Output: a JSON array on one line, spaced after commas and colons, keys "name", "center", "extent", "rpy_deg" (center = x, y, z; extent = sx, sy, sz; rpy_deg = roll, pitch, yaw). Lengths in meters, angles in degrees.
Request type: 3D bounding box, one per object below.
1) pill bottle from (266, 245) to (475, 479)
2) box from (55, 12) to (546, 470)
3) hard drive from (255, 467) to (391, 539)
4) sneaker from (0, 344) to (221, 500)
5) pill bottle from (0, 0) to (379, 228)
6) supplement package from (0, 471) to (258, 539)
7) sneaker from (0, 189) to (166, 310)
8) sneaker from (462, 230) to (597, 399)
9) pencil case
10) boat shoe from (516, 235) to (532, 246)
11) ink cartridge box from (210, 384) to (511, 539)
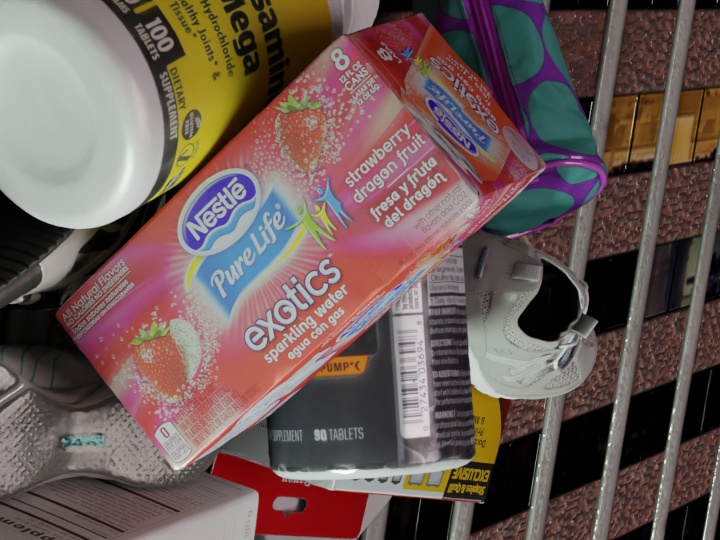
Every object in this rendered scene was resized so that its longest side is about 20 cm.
[{"name": "pill bottle", "center": [0.000, 0.000, 1.070], "extent": [0.106, 0.106, 0.202], "rpy_deg": [-1, 87, -59]}, {"name": "box", "center": [-0.027, -0.014, 0.957], "extent": [0.200, 0.096, 0.100], "rpy_deg": [-42, 174, 24]}, {"name": "hard drive", "center": [-0.032, 0.093, 1.276], "extent": [0.132, 0.026, 0.201], "rpy_deg": [-46, 139, -41]}, {"name": "sneaker", "center": [-0.163, 0.068, 1.007], "extent": [0.199, 0.080, 0.071], "rpy_deg": [7, 98, -40]}, {"name": "pill bottle", "center": [-0.080, -0.106, 0.965], "extent": [0.200, 0.112, 0.113], "rpy_deg": [-36, 132, -46]}, {"name": "supplement package", "center": [-0.156, 0.164, 1.006], "extent": [0.200, 0.119, 0.122], "rpy_deg": [-14, 116, -56]}, {"name": "sneaker", "center": [-0.143, -0.008, 0.997], "extent": [0.200, 0.074, 0.089], "rpy_deg": [-45, 142, -46]}, {"name": "sneaker", "center": [0.097, 0.033, 1.193], "extent": [0.200, 0.081, 0.075], "rpy_deg": [31, 73, -60]}, {"name": "pencil case", "center": [0.073, -0.121, 1.200], "extent": [0.092, 0.085, 0.201], "rpy_deg": [57, 16, -68]}, {"name": "boat shoe", "center": [0.076, -0.021, 1.369], "extent": [0.200, 0.064, 0.072], "rpy_deg": [43, 66, -57]}, {"name": "ink cartridge box", "center": [0.008, 0.079, 1.227], "extent": [0.200, 0.083, 0.177], "rpy_deg": [14, 90, -61]}]
